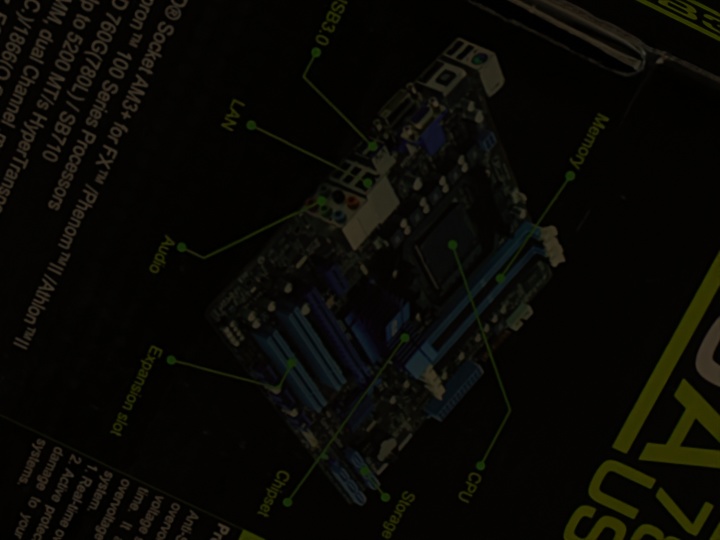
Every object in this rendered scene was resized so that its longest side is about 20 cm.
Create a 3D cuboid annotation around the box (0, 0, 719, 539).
[{"bbox_3d":[-0.052,0.027,0.392,0.048,0.193,0.200,-77,12,-69],"label":"box"}]
